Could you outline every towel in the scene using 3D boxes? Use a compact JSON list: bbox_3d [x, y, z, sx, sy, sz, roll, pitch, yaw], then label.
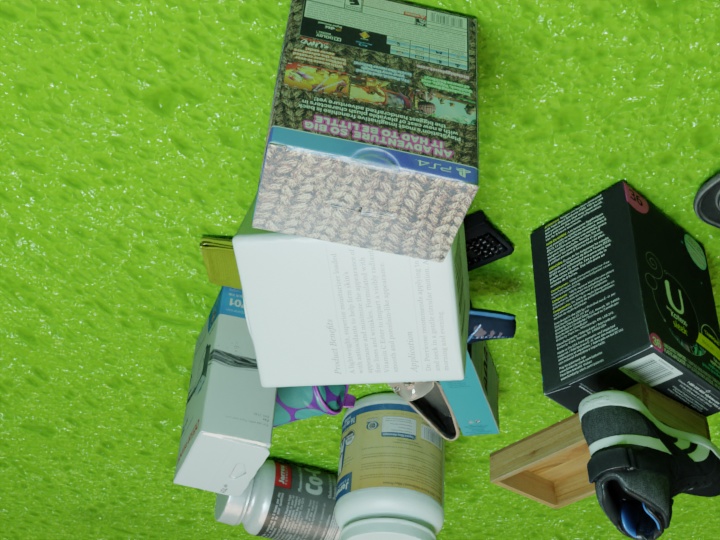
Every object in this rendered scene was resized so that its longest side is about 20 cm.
[{"bbox_3d":[-0.080,0.008,1.110,0.199,0.018,0.086,10,142,9],"label":"towel"}]

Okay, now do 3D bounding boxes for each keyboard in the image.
[{"bbox_3d":[0.062,-0.003,1.091,0.200,0.040,0.104,-24,135,30],"label":"keyboard"}]

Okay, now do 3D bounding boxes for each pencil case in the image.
[{"bbox_3d":[-0.113,0.168,1.291,0.200,0.085,0.092,-20,120,28],"label":"pencil case"}]

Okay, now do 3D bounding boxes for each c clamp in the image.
[{"bbox_3d":[0.441,-0.076,0.975,0.200,0.027,0.171,14,146,-14],"label":"c clamp"}]

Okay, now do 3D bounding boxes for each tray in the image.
[{"bbox_3d":[0.233,0.178,0.984,0.099,0.037,0.200,27,136,-27],"label":"tray"}]

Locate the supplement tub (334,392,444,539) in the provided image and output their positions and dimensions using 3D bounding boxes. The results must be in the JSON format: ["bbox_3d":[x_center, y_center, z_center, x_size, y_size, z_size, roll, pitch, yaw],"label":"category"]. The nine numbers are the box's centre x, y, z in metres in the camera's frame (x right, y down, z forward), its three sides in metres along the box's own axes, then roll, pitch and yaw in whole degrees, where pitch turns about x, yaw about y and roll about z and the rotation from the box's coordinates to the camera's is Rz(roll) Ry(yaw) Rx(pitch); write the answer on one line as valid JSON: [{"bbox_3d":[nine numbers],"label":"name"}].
[{"bbox_3d":[0.041,0.281,1.325,0.144,0.200,0.145,3,142,2],"label":"supplement tub"}]

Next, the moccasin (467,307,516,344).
[{"bbox_3d":[0.070,0.074,1.079,0.199,0.068,0.080,-1,177,15],"label":"moccasin"}]

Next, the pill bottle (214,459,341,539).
[{"bbox_3d":[-0.111,0.353,1.503,0.200,0.114,0.114,17,141,-15],"label":"pill bottle"}]

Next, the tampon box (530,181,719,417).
[{"bbox_3d":[0.270,0.045,0.999,0.150,0.200,0.126,31,135,-32],"label":"tampon box"}]

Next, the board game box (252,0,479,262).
[{"bbox_3d":[0.007,-0.125,0.810,0.159,0.200,0.097,11,142,-7],"label":"board game box"}]

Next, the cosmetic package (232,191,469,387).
[{"bbox_3d":[0.000,0.000,0.962,0.199,0.165,0.165,-2,118,10],"label":"cosmetic package"}]

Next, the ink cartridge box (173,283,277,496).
[{"bbox_3d":[-0.152,0.141,1.165,0.086,0.200,0.147,16,140,-14],"label":"ink cartridge box"}]

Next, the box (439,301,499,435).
[{"bbox_3d":[0.127,0.118,1.204,0.049,0.082,0.200,-8,140,16],"label":"box"}]

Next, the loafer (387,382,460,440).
[{"bbox_3d":[0.081,0.149,1.263,0.072,0.063,0.200,-18,137,28],"label":"loafer"}]

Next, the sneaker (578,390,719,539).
[{"bbox_3d":[0.265,0.196,0.881,0.200,0.112,0.073,31,137,-31],"label":"sneaker"}]
